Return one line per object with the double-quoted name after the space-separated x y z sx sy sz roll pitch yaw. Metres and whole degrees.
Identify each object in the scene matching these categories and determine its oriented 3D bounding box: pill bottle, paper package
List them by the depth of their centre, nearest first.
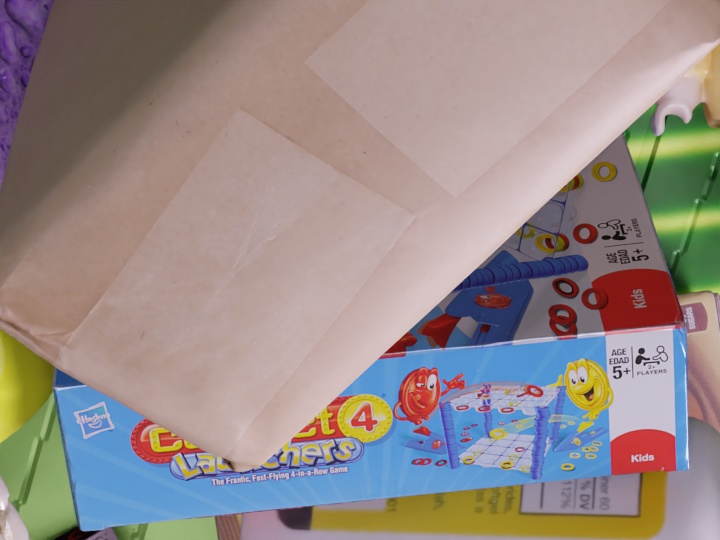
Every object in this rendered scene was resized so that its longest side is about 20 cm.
-0.005 -0.076 0.668 0.103 0.191 0.200 37 115 -21 "paper package"
0.067 0.105 0.771 0.199 0.114 0.115 0 100 11 "pill bottle"

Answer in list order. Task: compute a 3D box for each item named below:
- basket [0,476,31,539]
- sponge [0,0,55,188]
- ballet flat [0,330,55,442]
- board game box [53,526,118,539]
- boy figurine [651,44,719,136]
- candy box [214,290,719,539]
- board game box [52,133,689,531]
-0.237 0.055 0.778 0.161 0.200 0.199 -26 101 -27 "basket"
-0.137 -0.071 0.737 0.030 0.200 0.112 -26 90 38 "sponge"
-0.165 0.036 0.673 0.200 0.067 0.067 -8 88 -34 "ballet flat"
-0.158 0.195 0.876 0.200 0.032 0.120 -29 104 -18 "board game box"
0.157 -0.091 0.821 0.124 0.064 0.201 -12 87 -6 "boy figurine"
0.044 0.081 0.871 0.199 0.055 0.116 -10 85 0 "candy box"
0.000 0.000 0.792 0.195 0.200 0.056 -6 120 -1 "board game box"
